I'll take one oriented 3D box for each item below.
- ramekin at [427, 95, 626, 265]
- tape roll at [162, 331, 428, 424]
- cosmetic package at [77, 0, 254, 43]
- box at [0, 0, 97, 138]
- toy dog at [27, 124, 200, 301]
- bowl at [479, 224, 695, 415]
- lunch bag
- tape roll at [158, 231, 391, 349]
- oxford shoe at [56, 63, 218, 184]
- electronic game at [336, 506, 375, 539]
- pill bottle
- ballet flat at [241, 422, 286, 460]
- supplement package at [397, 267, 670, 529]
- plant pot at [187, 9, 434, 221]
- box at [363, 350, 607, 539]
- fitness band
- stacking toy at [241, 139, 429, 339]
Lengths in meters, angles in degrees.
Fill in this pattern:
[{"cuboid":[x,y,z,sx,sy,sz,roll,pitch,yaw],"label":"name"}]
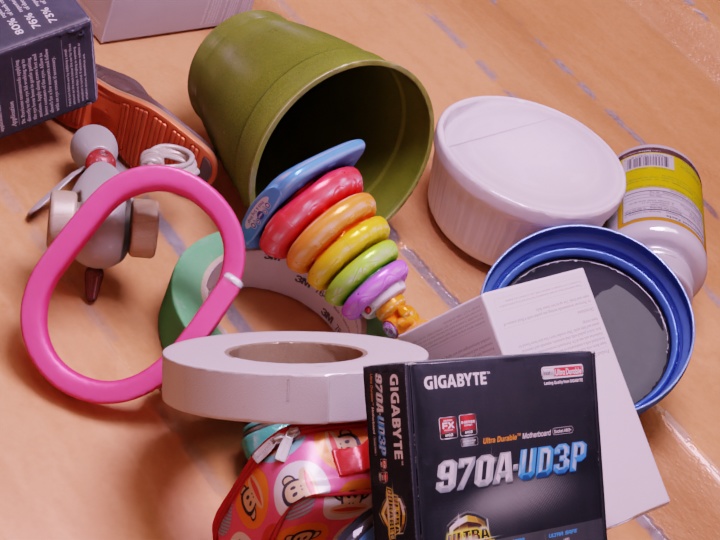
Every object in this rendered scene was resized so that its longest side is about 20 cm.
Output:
[{"cuboid":[0.159,-0.083,1.543,0.201,0.095,0.203,12,38,-9],"label":"ramekin"},{"cuboid":[-0.048,0.077,1.132,0.201,0.037,0.203,1,7,0],"label":"tape roll"},{"cuboid":[-0.213,-0.315,1.632,0.199,0.091,0.107,-17,54,-37],"label":"cosmetic package"},{"cuboid":[-0.355,-0.196,1.357,0.199,0.105,0.148,-24,57,-23],"label":"box"},{"cuboid":[-0.226,-0.046,1.326,0.131,0.097,0.200,17,25,2],"label":"toy dog"},{"cuboid":[0.205,0.052,1.409,0.199,0.039,0.202,1,58,-2],"label":"bowl"},{"cuboid":[0.005,0.167,1.109,0.199,0.177,0.082,0,49,-31],"label":"lunch bag"},{"cuboid":[-0.072,0.047,1.314,0.199,0.048,0.201,16,39,-13],"label":"tape roll"},{"cuboid":[-0.208,-0.147,1.450,0.199,0.072,0.073,33,34,11],"label":"oxford shoe"},{"cuboid":[0.038,0.253,1.047,0.199,0.202,0.041,-13,8,-39],"label":"electronic game"},{"cuboid":[0.296,-0.033,1.558,0.109,0.110,0.201,20,38,-6],"label":"pill bottle"},{"cuboid":[-0.005,0.142,1.238,0.199,0.067,0.071,-9,73,-36],"label":"ballet flat"},{"cuboid":[0.136,0.119,1.224,0.121,0.120,0.201,-12,79,-38],"label":"supplement package"},{"cuboid":[-0.066,-0.148,1.451,0.199,0.202,0.193,-9,36,-35],"label":"plant pot"},{"cuboid":[0.090,0.139,1.053,0.199,0.046,0.160,0,85,-44],"label":"box"},{"cuboid":[-0.179,0.012,1.212,0.143,0.037,0.200,37,82,-2],"label":"fitness band"},{"cuboid":[0.000,0.000,1.306,0.109,0.116,0.200,-30,77,-41],"label":"stacking toy"}]
